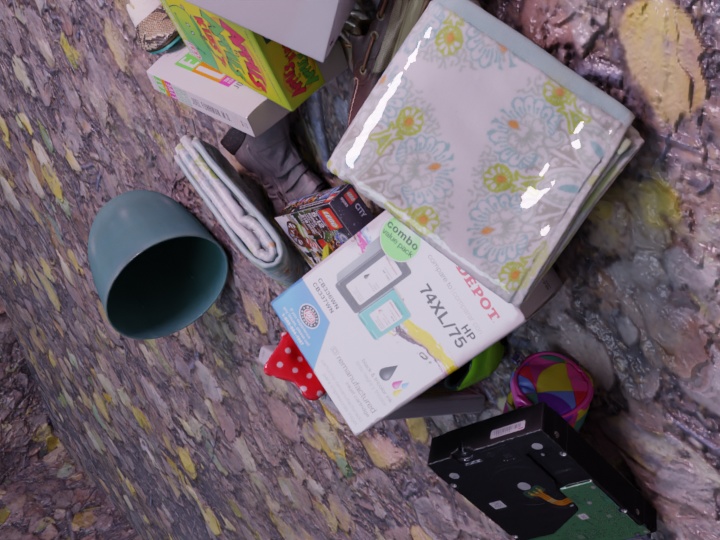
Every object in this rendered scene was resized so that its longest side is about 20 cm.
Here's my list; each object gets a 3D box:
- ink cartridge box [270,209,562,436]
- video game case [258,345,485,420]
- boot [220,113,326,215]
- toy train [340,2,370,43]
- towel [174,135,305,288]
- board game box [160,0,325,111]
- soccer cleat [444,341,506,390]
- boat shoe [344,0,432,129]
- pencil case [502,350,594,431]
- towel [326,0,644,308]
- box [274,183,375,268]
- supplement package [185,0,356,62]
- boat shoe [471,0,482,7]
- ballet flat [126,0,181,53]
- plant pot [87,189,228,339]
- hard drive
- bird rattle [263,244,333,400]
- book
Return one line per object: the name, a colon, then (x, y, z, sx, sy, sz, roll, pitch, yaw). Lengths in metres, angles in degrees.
ink cartridge box: (0.054, 0.021, 0.900, 0.199, 0.146, 0.148, -38, 84, 26)
video game case: (0.013, 0.123, 1.114, 0.181, 0.197, 0.024, 24, 105, 46)
boot: (-0.082, -0.142, 1.146, 0.132, 0.070, 0.200, 51, 156, -3)
toy train: (-0.056, -0.266, 0.970, 0.201, 0.084, 0.116, 51, 168, -6)
towel: (-0.143, -0.070, 1.234, 0.201, 0.048, 0.171, 53, -178, 13)
board game box: (-0.124, -0.238, 0.967, 0.199, 0.047, 0.102, 35, 161, 44)
soccer cleat: (0.089, 0.027, 1.002, 0.067, 0.080, 0.203, 6, 122, 55)
boat shoe: (0.025, -0.200, 0.887, 0.072, 0.072, 0.201, 46, 141, 17)
pencil case: (0.174, 0.167, 1.000, 0.088, 0.088, 0.202, 40, 148, 29)
towel: (0.095, -0.095, 0.767, 0.199, 0.173, 0.048, 37, -174, 10)
box: (0.000, 0.000, 1.122, 0.201, 0.038, 0.136, 54, 154, -16)
supplement package: (-0.077, -0.317, 0.791, 0.197, 0.149, 0.192, 24, 146, 0)
boat shoe: (0.071, -0.149, 0.877, 0.060, 0.071, 0.201, 52, 145, 16)
ballet flat: (-0.240, -0.297, 1.158, 0.076, 0.067, 0.200, 51, -176, -16)
plant pot: (-0.323, -0.026, 1.504, 0.162, 0.198, 0.203, 52, 153, 34)
hard drive: (0.177, 0.209, 0.955, 0.138, 0.038, 0.200, -26, 123, 38)
bird rattle: (-0.013, 0.067, 1.035, 0.161, 0.114, 0.201, 25, -165, -19)
book: (-0.125, -0.213, 1.052, 0.199, 0.133, 0.049, 28, 150, 42)
